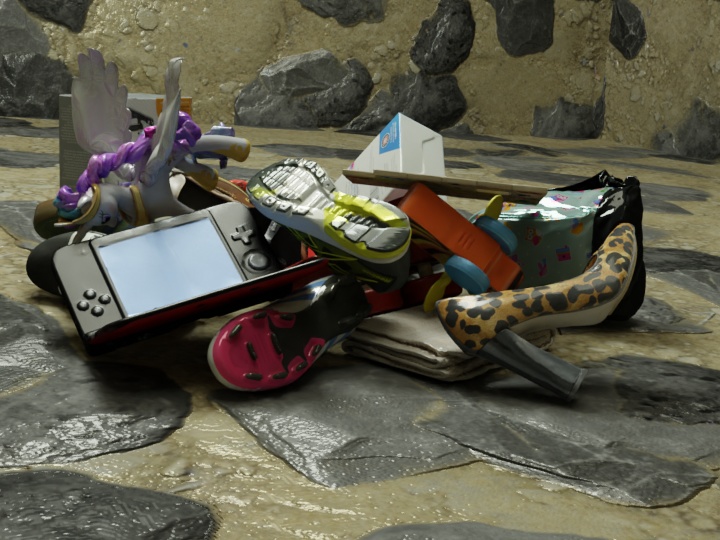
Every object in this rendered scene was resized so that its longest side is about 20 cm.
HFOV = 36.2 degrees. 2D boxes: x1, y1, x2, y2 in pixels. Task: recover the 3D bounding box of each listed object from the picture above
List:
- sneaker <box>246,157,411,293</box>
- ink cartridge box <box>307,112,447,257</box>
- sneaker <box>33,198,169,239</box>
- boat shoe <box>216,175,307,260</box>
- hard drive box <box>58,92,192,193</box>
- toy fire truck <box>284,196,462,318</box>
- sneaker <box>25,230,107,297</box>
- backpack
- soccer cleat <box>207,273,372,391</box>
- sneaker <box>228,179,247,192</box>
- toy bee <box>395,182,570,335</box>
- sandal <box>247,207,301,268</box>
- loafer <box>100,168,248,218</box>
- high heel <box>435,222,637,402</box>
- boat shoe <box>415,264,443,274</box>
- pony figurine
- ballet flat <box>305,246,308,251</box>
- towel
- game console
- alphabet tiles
[{"bbox_3d":[-0.033,-0.037,1.038,0.074,0.085,0.200,-38,49,-26],"label":"sneaker"},{"bbox_3d":[0.015,-0.073,1.302,0.067,0.200,0.117,23,44,-25],"label":"ink cartridge box"},{"bbox_3d":[-0.248,-0.016,1.158,0.199,0.090,0.067,9,-31,-9],"label":"sneaker"},{"bbox_3d":[-0.144,-0.056,1.296,0.199,0.072,0.068,29,5,-26],"label":"boat shoe"},{"bbox_3d":[-0.271,-0.104,1.284,0.076,0.201,0.156,8,13,26],"label":"hard drive box"},{"bbox_3d":[0.000,0.000,1.171,0.199,0.113,0.168,-11,-9,-37],"label":"toy fire truck"},{"bbox_3d":[-0.256,0.007,1.086,0.199,0.075,0.088,8,11,18],"label":"sneaker"},{"bbox_3d":[0.210,-0.025,1.237,0.199,0.168,0.126,4,16,29],"label":"backpack"},{"bbox_3d":[-0.070,0.062,0.960,0.086,0.070,0.200,-28,-1,40],"label":"soccer cleat"},{"bbox_3d":[-0.171,-0.077,1.457,0.070,0.094,0.199,-4,15,-35],"label":"sneaker"},{"bbox_3d":[0.113,0.002,1.078,0.130,0.201,0.109,-32,-11,-12],"label":"toy bee"},{"bbox_3d":[-0.094,-0.030,1.164,0.043,0.077,0.200,3,6,16],"label":"sandal"},{"bbox_3d":[-0.192,-0.078,1.202,0.199,0.072,0.063,22,-18,-25],"label":"loafer"},{"bbox_3d":[0.162,0.006,0.987,0.142,0.072,0.200,28,59,9],"label":"high heel"},{"bbox_3d":[0.031,-0.023,1.381,0.065,0.074,0.200,33,-10,-33],"label":"boat shoe"},{"bbox_3d":[-0.203,-0.108,1.080,0.166,0.194,0.199,12,3,42],"label":"pony figurine"},{"bbox_3d":[-0.071,-0.066,1.462,0.069,0.070,0.200,5,6,1],"label":"ballet flat"},{"bbox_3d":[0.087,0.062,1.062,0.132,0.035,0.199,14,15,35],"label":"towel"},{"bbox_3d":[-0.155,-0.009,0.969,0.199,0.119,0.173,-17,57,-25],"label":"game console"},{"bbox_3d":[0.084,-0.085,1.113,0.199,0.008,0.167,7,0,6],"label":"alphabet tiles"}]
